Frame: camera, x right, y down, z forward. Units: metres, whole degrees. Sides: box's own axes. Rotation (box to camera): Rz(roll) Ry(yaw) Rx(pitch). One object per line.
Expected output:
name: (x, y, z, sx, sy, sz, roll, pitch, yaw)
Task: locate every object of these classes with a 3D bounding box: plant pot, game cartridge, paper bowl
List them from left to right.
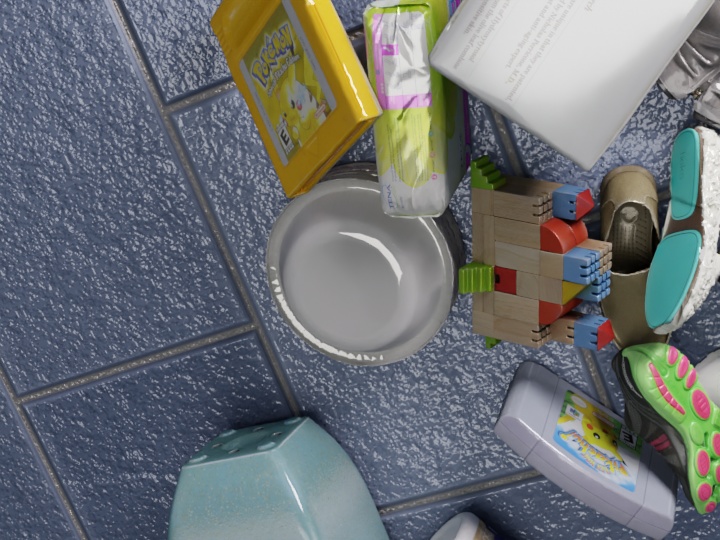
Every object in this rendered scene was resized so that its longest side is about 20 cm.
plant pot: (-0.096, 0.273, 1.426, 0.194, 0.196, 0.202, -12, 99, 19)
game cartridge: (-0.067, -0.191, 1.239, 0.201, 0.032, 0.176, 64, 148, 9)
paper bowl: (0.000, 0.000, 1.337, 0.199, 0.104, 0.202, 6, 113, 14)
game cartridge: (0.230, 0.180, 1.326, 0.199, 0.134, 0.041, 33, 123, 1)

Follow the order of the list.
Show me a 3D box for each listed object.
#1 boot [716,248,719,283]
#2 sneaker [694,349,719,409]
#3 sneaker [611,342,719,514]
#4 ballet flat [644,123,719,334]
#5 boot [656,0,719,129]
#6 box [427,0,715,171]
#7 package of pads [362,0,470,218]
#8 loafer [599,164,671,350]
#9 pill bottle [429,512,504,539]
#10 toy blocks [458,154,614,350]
boot: (0.379, 0.042, 1.223, 0.137, 0.201, 0.078, 16, 152, 13)
sneaker: (0.408, 0.111, 1.280, 0.199, 0.081, 0.077, -14, 109, 24)
sneaker: (0.310, 0.149, 1.303, 0.077, 0.084, 0.201, -35, 110, -20)
ballet flat: (0.313, -0.035, 1.217, 0.071, 0.072, 0.202, 10, 80, 11)
boot: (0.374, -0.176, 1.196, 0.199, 0.070, 0.132, 33, 121, 11)
box: (0.191, -0.234, 1.142, 0.171, 0.199, 0.201, 33, 117, 0)
package of pads: (0.057, -0.162, 1.230, 0.068, 0.155, 0.202, 0, 111, 15)
loafer: (0.261, 0.002, 1.285, 0.075, 0.067, 0.202, -7, 108, 18)
pill bottle: (0.154, 0.365, 1.428, 0.200, 0.116, 0.116, 40, 115, -3)
toy blocks: (0.176, -0.005, 1.264, 0.136, 0.100, 0.202, 12, 115, 35)
